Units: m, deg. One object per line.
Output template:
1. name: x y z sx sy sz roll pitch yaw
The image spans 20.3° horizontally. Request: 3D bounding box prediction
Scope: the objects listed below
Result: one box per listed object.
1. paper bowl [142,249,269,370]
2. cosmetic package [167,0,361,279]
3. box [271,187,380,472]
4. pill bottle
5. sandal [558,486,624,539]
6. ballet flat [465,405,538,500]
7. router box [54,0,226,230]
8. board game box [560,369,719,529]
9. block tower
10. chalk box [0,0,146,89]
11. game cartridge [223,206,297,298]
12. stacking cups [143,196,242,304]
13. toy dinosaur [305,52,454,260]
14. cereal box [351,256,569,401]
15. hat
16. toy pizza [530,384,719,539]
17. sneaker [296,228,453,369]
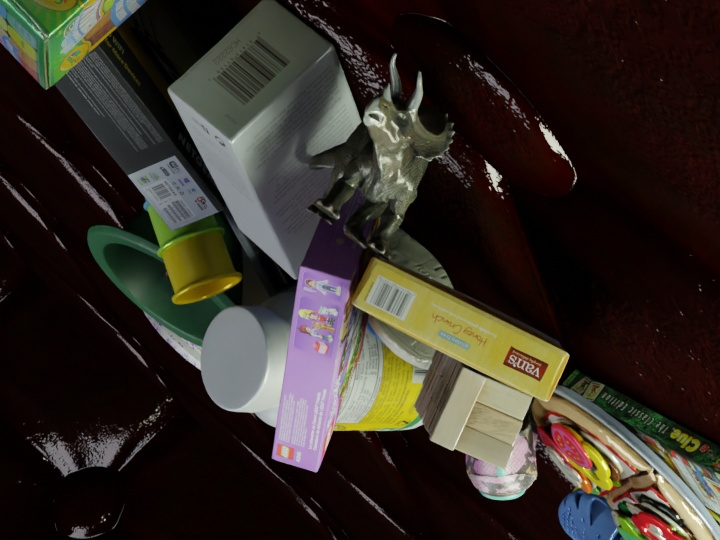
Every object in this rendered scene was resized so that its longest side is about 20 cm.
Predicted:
1. paper bowl: -0.098 0.027 1.856 0.200 0.105 0.201 33 -164 -11
2. cosmetic package: -0.055 -0.091 1.431 0.071 0.101 0.200 40 166 28
3. box: -0.019 0.028 1.445 0.039 0.137 0.201 16 134 6
4. pill bottle: -0.030 0.076 1.651 0.199 0.113 0.113 5 -158 -45
5. sandal: 0.211 0.231 1.629 0.080 0.087 0.200 48 170 -21
6. ballet flat: 0.108 0.107 1.563 0.200 0.069 0.072 -84 -5 -70
7. router box: -0.164 -0.155 1.497 0.200 0.052 0.158 53 -153 -35
8. board game box: 0.228 0.141 1.425 0.105 0.023 0.200 51 167 -33
9. block tower: 0.076 0.092 1.391 0.057 0.054 0.200 23 -178 -2
10. chalk box: -0.206 -0.210 1.308 0.124 0.200 0.124 45 168 0
11. game cartridge: -0.097 -0.067 1.685 0.134 0.040 0.201 -115 -1 -47
12. stacking cups: -0.153 -0.077 1.595 0.061 0.060 0.201 117 134 -78
13. toy dinosaur: 0.014 -0.069 1.313 0.077 0.103 0.200 36 177 -4
14. cereal box: 0.070 0.037 1.370 0.143 0.040 0.200 26 -178 3
15. hat: -0.124 -0.055 1.715 0.165 0.177 0.200 18 154 34
16. toy pizza: 0.192 0.161 1.483 0.200 0.032 0.200 43 169 11
17. sneaker: 0.001 -0.001 1.596 0.200 0.077 0.111 46 167 -1
